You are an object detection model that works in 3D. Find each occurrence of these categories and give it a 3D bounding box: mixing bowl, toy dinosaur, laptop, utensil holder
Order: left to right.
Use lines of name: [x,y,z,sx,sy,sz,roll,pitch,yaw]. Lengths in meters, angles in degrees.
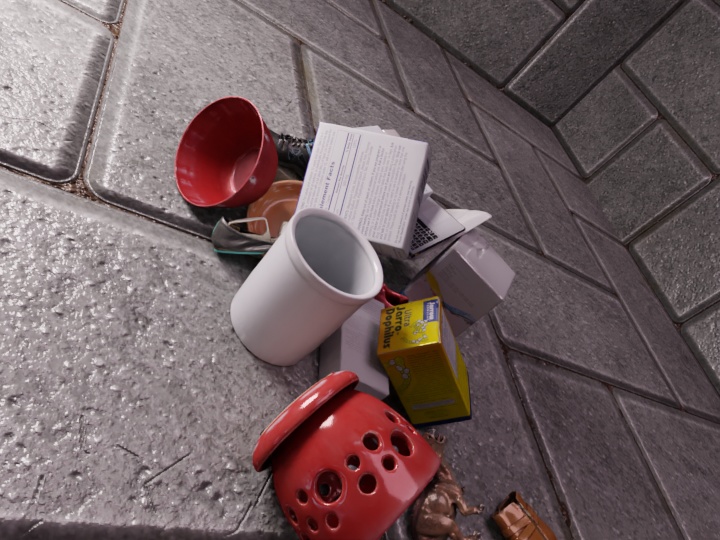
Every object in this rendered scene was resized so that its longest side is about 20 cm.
mixing bowl: [-0.222,-0.191,0.986,0.108,0.199,0.202,28,32,-58]
utensil holder: [-0.089,0.032,0.862,0.169,0.200,0.171,29,36,-23]
laptop: [0.077,-0.126,1.124,0.188,0.198,0.117,54,-13,51]
toy dinosaur: [0.110,0.364,0.847,0.134,0.086,0.202,26,53,-10]

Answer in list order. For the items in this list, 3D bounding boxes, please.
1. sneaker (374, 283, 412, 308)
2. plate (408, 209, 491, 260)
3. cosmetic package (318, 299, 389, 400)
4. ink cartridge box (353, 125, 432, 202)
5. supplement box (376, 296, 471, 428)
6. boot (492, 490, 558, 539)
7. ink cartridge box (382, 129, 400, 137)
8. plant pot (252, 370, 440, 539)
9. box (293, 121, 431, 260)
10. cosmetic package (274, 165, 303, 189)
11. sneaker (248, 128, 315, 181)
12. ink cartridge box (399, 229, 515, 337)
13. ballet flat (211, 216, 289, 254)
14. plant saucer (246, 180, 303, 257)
sneaker: [0.085,0.100,1.086,0.199,0.087,0.074,36,35,-15]
plate: [0.158,-0.088,1.211,0.033,0.198,0.199,64,-12,-14]
cosmetic package: [-0.012,0.130,0.960,0.101,0.071,0.202,29,36,-24]
ink cartridge box: [0.029,-0.205,1.115,0.199,0.043,0.197,-23,71,-48]
supplement box: [0.114,0.163,0.956,0.110,0.108,0.202,-81,152,-51]
boot: [0.275,0.475,0.917,0.156,0.074,0.199,54,22,10]
ink cartridge box: [0.097,-0.256,1.453,0.201,0.116,0.067,55,34,12]
plant pot: [-0.023,0.247,0.715,0.183,0.201,0.200,47,32,15]
box: [0.006,-0.135,0.961,0.197,0.187,0.105,14,-7,11]
cosmetic package: [-0.114,-0.162,1.157,0.199,0.071,0.106,38,33,-12]
sneaker: [-0.126,-0.237,1.083,0.198,0.082,0.074,29,36,-23]
ink cartridge box: [0.199,0.038,1.175,0.146,0.200,0.147,46,33,2]
ballet flat: [-0.152,-0.052,0.943,0.197,0.069,0.068,9,11,-17]
plant saucer: [-0.119,-0.079,1.045,0.197,0.038,0.203,11,58,-17]
